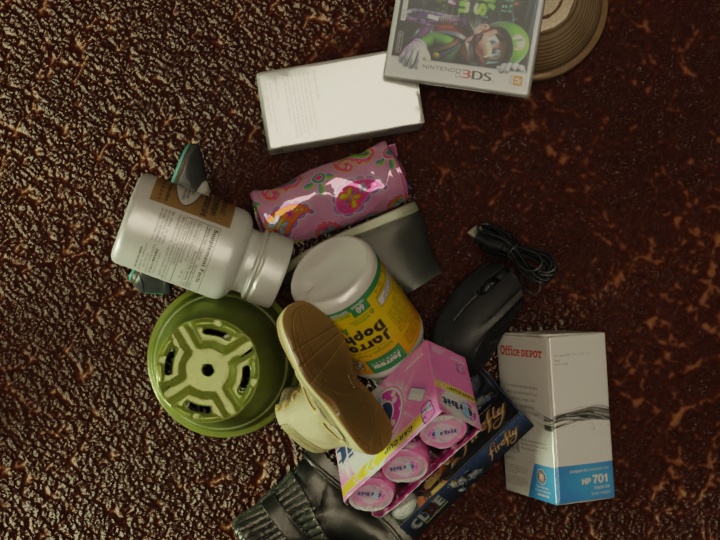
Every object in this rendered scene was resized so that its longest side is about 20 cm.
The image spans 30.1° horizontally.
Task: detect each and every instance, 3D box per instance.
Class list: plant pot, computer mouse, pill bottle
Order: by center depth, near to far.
[{"bbox_3d":[-0.187,-0.031,1.603,0.199,0.114,0.115,21,90,-8],"label":"pill bottle"},{"bbox_3d":[0.008,0.060,1.624,0.113,0.113,0.200,-36,131,0],"label":"pill bottle"},{"bbox_3d":[-0.174,0.114,1.625,0.199,0.190,0.201,0,90,-1],"label":"plant pot"},{"bbox_3d":[0.143,0.042,1.663,0.138,0.053,0.201,34,97,43],"label":"computer mouse"},{"bbox_3d":[0.215,-0.340,1.673,0.200,0.093,0.202,0,89,0],"label":"plant pot"}]

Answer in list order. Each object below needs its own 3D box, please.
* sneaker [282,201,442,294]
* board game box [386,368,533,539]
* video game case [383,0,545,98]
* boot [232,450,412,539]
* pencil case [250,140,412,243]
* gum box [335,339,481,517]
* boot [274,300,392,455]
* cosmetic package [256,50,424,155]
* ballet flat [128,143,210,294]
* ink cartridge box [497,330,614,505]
[{"bbox_3d":[0.000,0.000,1.682,0.199,0.075,0.107,-25,90,-1],"label":"sneaker"},{"bbox_3d":[0.103,0.216,1.649,0.200,0.136,0.035,-44,124,3],"label":"board game box"},{"bbox_3d":[0.131,-0.320,1.621,0.181,0.023,0.201,10,89,12],"label":"video game case"},{"bbox_3d":[-0.041,0.338,1.678,0.211,0.079,0.158,41,83,11],"label":"boot"},{"bbox_3d":[-0.036,-0.095,1.680,0.199,0.087,0.088,-22,90,-1],"label":"pencil case"},{"bbox_3d":[0.049,0.193,1.600,0.066,0.114,0.200,26,124,-29],"label":"gum box"},{"bbox_3d":[-0.061,0.132,1.582,0.073,0.155,0.200,-41,104,-29],"label":"boot"},{"bbox_3d":[-0.026,-0.212,1.684,0.199,0.074,0.102,-9,89,-2],"label":"cosmetic package"},{"bbox_3d":[-0.224,-0.059,1.686,0.073,0.073,0.201,24,96,0],"label":"ballet flat"},{"bbox_3d":[0.236,0.175,1.639,0.085,0.146,0.201,-2,90,-19],"label":"ink cartridge box"}]
